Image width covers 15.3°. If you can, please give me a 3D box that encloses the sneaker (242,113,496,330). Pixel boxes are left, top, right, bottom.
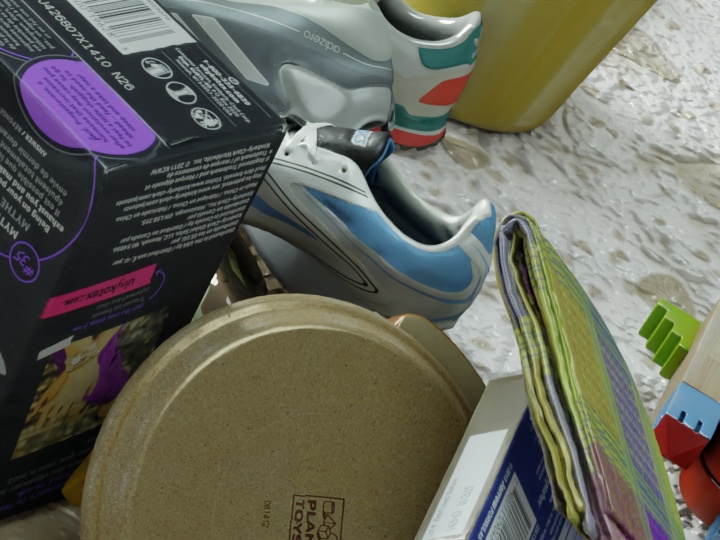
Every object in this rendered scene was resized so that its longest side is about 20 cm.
[{"bbox_3d":[-0.031,-0.046,1.186,0.199,0.073,0.072,28,19,2],"label":"sneaker"}]

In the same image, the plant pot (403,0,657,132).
[{"bbox_3d":[0.093,-0.191,1.521,0.200,0.189,0.201,20,34,-14],"label":"plant pot"}]

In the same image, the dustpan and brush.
[{"bbox_3d":[0.000,0.000,1.268,0.139,0.057,0.200,35,26,-25],"label":"dustpan and brush"}]

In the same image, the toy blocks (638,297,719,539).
[{"bbox_3d":[0.212,0.104,1.315,0.200,0.100,0.137,32,43,2],"label":"toy blocks"}]

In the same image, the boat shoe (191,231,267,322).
[{"bbox_3d":[-0.088,0.010,1.213,0.072,0.076,0.200,55,6,-16],"label":"boat shoe"}]

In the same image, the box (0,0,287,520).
[{"bbox_3d":[-0.136,-0.010,1.077,0.122,0.200,0.106,45,35,23],"label":"box"}]

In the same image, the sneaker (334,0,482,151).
[{"bbox_3d":[-0.027,-0.145,1.453,0.199,0.094,0.070,25,32,-8],"label":"sneaker"}]

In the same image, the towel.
[{"bbox_3d":[0.100,0.071,1.108,0.200,0.023,0.144,49,24,-62],"label":"towel"}]

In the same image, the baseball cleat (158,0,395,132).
[{"bbox_3d":[-0.078,-0.096,1.368,0.199,0.070,0.107,-1,73,-10],"label":"baseball cleat"}]

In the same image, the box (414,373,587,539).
[{"bbox_3d":[0.083,0.157,1.093,0.201,0.032,0.121,65,29,-22],"label":"box"}]

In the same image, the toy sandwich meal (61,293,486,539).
[{"bbox_3d":[-0.028,0.099,1.094,0.204,0.070,0.206,2,85,-26],"label":"toy sandwich meal"}]
